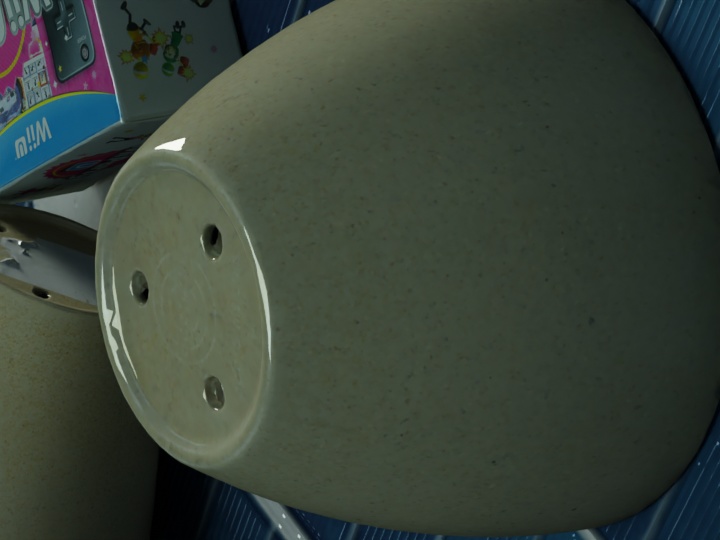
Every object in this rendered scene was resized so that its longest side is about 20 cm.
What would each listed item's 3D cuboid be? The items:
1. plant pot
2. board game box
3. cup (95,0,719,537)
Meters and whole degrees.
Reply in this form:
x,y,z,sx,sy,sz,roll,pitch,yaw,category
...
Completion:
x,y,z,sx,sy,sz,roll,pitch,yaw,category
-0.158,0.081,1.055,0.187,0.187,0.200,42,117,40,plant pot
-0.128,-0.140,1.028,0.148,0.064,0.200,-22,82,54,board game box
0.000,0.000,0.821,0.200,0.143,0.200,18,113,51,cup
